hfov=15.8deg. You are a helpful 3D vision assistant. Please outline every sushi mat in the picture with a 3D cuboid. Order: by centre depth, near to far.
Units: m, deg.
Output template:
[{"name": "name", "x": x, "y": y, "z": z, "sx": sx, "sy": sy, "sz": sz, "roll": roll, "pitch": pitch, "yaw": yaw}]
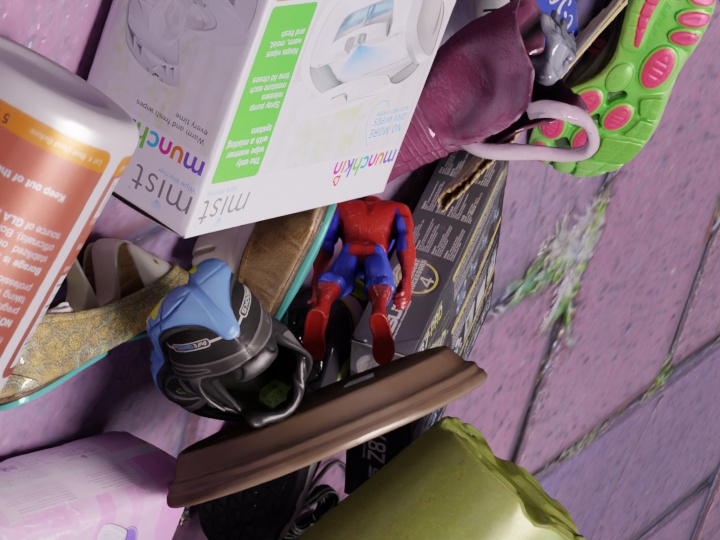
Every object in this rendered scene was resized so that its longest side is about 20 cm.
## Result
[{"name": "sushi mat", "x": 0.115, "y": -0.114, "z": 1.706, "sx": 0.096, "sy": 0.012, "sz": 0.200, "roll": -45, "pitch": -177, "yaw": 41}]

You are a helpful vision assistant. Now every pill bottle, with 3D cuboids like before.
[{"name": "pill bottle", "x": -0.197, "y": -0.008, "z": 1.222, "sx": 0.201, "sy": 0.112, "sz": 0.112, "roll": -60, "pitch": 156, "yaw": 7}]

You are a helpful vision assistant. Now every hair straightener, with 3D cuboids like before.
[{"name": "hair straightener", "x": -0.049, "y": 0.192, "z": 1.833, "sx": 0.200, "sy": 0.041, "sz": 0.077, "roll": -32, "pitch": 147, "yaw": -43}]

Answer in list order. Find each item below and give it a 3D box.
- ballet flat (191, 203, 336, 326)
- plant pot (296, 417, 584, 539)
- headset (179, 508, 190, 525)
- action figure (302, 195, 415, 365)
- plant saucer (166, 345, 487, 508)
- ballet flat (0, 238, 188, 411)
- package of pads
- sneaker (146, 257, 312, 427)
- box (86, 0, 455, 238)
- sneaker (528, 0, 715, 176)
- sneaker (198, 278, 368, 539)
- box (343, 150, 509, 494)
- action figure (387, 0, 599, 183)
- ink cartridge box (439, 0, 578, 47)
[{"name": "ballet flat", "x": -0.068, "y": 0.012, "z": 1.532, "sx": 0.200, "sy": 0.072, "sz": 0.068, "roll": 110, "pitch": 4, "yaw": -53}, {"name": "plant pot", "x": 0.039, "y": 0.202, "z": 1.635, "sx": 0.190, "sy": 0.200, "sz": 0.200, "roll": -48, "pitch": 157, "yaw": 6}, {"name": "headset", "x": -0.142, "y": 0.246, "z": 1.639, "sx": 0.094, "sy": 0.123, "sz": 0.202, "roll": -20, "pitch": 117, "yaw": -54}, {"name": "action figure", "x": 0.000, "y": 0.000, "z": 1.601, "sx": 0.200, "sy": 0.065, "sz": 0.052, "roll": -78, "pitch": 166, "yaw": -62}, {"name": "plant saucer", "x": -0.023, "y": 0.087, "z": 1.492, "sx": 0.199, "sy": 0.030, "sz": 0.200, "roll": -22, "pitch": 180, "yaw": 0}, {"name": "ballet flat", "x": -0.147, "y": 0.018, "z": 1.419, "sx": 0.200, "sy": 0.070, "sz": 0.071, "roll": -26, "pitch": 142, "yaw": -52}, {"name": "package of pads", "x": -0.190, "y": 0.167, "z": 1.495, "sx": 0.200, "sy": 0.075, "sz": 0.121, "roll": -11, "pitch": 127, "yaw": -58}, {"name": "sneaker", "x": -0.069, "y": 0.056, "z": 1.418, "sx": 0.071, "sy": 0.083, "sz": 0.200, "roll": -41, "pitch": 168, "yaw": -8}, {"name": "box", "x": -0.046, "y": -0.126, "z": 1.386, "sx": 0.200, "sy": 0.096, "sz": 0.177, "roll": -15, "pitch": 131, "yaw": -58}, {"name": "sneaker", "x": 0.189, "y": -0.146, "z": 1.817, "sx": 0.200, "sy": 0.076, "sz": 0.084, "roll": -54, "pitch": -172, "yaw": 30}, {"name": "sneaker", "x": -0.037, "y": 0.101, "z": 1.706, "sx": 0.083, "sy": 0.072, "sz": 0.201, "roll": -8, "pitch": 127, "yaw": -61}, {"name": "box", "x": 0.044, "y": 0.035, "z": 1.733, "sx": 0.162, "sy": 0.049, "sz": 0.201, "roll": 95, "pitch": 16, "yaw": -49}, {"name": "action figure", "x": 0.039, "y": -0.083, "z": 1.531, "sx": 0.199, "sy": 0.150, "sz": 0.134, "roll": -26, "pitch": 148, "yaw": 10}, {"name": "ink cartridge box", "x": 0.089, "y": -0.185, "z": 1.624, "sx": 0.094, "sy": 0.044, "sz": 0.200, "roll": -47, "pitch": 155, "yaw": -18}]
